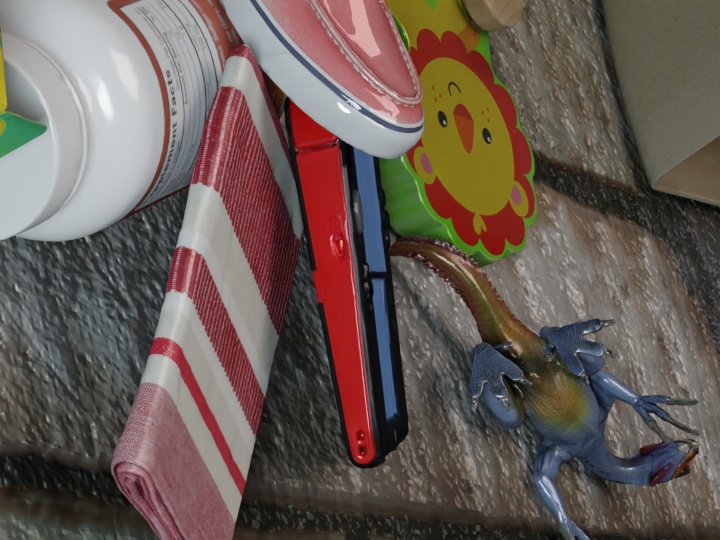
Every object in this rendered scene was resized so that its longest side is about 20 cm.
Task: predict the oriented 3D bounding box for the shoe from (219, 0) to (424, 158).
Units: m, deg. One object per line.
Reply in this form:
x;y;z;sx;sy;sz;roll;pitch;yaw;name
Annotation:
-0.018;-0.150;1.264;0.071;0.091;0.200;-5;55;-55;shoe

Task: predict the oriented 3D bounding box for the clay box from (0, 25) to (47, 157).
-0.223;-0.082;1.076;0.200;0.115;0.048;29;43;-48;clay box

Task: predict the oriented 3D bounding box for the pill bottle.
-0.119;-0.076;1.251;0.112;0.112;0.200;63;29;-3;pill bottle

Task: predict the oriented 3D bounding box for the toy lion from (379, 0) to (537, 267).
0.030;-0.099;1.582;0.200;0.069;0.192;26;55;-49;toy lion

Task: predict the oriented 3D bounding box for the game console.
0.000;0.000;1.364;0.200;0.031;0.177;0;79;-85;game console

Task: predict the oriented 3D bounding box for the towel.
-0.063;0.023;1.240;0.144;0.023;0.200;73;27;-61;towel

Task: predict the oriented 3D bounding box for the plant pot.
0.274;-0.170;1.917;0.200;0.200;0.177;11;47;-56;plant pot

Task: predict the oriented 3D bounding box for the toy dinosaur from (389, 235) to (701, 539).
0.121;0.065;1.576;0.200;0.105;0.181;61;5;18;toy dinosaur
